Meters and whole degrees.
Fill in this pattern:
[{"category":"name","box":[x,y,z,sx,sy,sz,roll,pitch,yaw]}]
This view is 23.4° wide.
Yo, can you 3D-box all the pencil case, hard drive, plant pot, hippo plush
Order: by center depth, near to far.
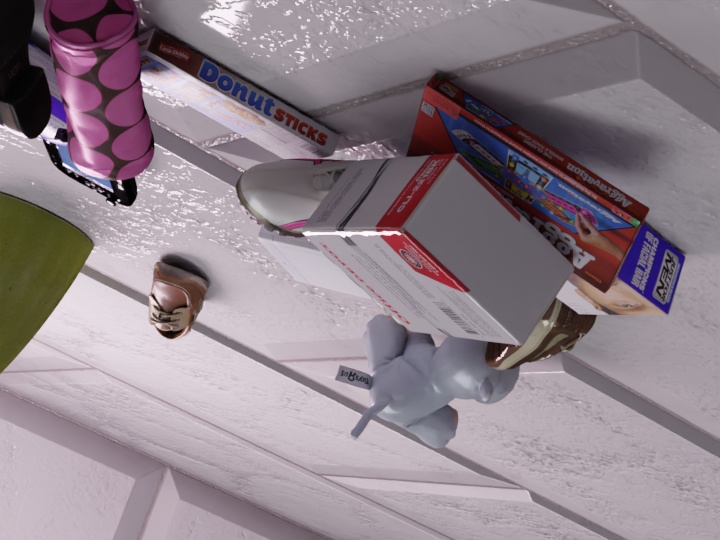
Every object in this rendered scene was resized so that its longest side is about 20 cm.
[{"category":"pencil case","box":[-0.222,-0.165,1.476,0.090,0.094,0.200,1,150,-4]},{"category":"hard drive","box":[0.000,0.000,1.897,0.199,0.027,0.132,13,162,24]},{"category":"hippo plush","box":[0.089,0.101,1.986,0.160,0.160,0.199,-29,154,29]},{"category":"plant pot","box":[-0.467,0.026,2.236,0.186,0.201,0.187,18,164,5]}]

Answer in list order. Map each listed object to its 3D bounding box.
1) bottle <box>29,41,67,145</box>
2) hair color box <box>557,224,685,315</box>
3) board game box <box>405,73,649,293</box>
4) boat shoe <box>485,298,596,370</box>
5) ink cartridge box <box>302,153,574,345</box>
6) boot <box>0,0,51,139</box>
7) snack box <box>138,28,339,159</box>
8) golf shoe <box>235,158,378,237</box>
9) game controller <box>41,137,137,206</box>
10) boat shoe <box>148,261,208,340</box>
[{"category":"bottle","box":[-0.332,-0.188,1.617,0.083,0.066,0.200,5,158,48]},{"category":"hair color box","box":[0.180,-0.028,1.518,0.199,0.065,0.109,31,160,-37]},{"category":"board game box","box":[0.128,-0.068,1.380,0.199,0.019,0.103,34,149,12]},{"category":"boat shoe","box":[0.189,0.068,1.808,0.074,0.075,0.202,16,164,-9]},{"category":"ink cartridge box","box":[0.059,-0.018,1.436,0.144,0.084,0.200,43,164,-20]},{"category":"boot","box":[-0.362,-0.198,1.495,0.173,0.069,0.201,14,131,23]},{"category":"snack box","box":[-0.118,-0.152,1.548,0.199,0.024,0.072,28,163,-26]},{"category":"golf shoe","box":[-0.013,-0.075,1.555,0.199,0.073,0.092,5,148,-27]},{"category":"game controller","box":[-0.288,-0.122,1.823,0.104,0.042,0.200,19,163,4]},{"category":"boat shoe","box":[-0.240,0.045,2.252,0.075,0.072,0.200,18,164,6]}]
